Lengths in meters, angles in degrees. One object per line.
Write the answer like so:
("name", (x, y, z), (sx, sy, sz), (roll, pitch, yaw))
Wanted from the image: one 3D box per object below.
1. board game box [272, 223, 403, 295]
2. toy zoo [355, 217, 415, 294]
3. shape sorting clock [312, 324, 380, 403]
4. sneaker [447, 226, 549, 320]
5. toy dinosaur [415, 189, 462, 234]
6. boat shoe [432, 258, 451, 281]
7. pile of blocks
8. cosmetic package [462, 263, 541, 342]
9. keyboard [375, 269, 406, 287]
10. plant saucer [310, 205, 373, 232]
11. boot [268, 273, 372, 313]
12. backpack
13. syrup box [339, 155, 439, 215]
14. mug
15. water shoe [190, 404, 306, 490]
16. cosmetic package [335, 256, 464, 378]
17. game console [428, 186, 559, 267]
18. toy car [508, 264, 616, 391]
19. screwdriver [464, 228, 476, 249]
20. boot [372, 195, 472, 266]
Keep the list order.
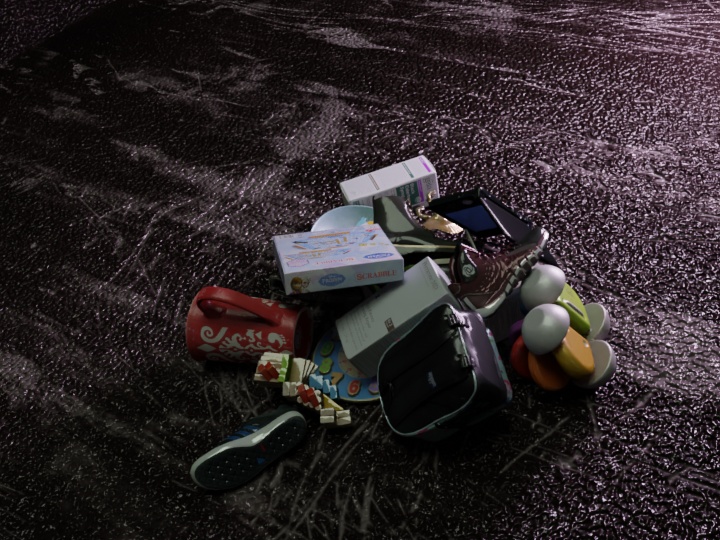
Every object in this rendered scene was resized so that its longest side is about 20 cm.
("board game box", (-0.044, -0.023, 1.433), (0.198, 0.042, 0.200), (-7, 21, -8))
("toy zoo", (0.048, -0.034, 1.621), (0.130, 0.021, 0.201), (-17, 53, -21))
("shape sorting clock", (0.012, 0.147, 1.458), (0.198, 0.039, 0.201), (-8, 40, 7))
("sneaker", (0.216, -0.024, 1.355), (0.115, 0.076, 0.200), (41, 70, -2))
("toy dinosaur", (0.154, -0.104, 1.653), (0.199, 0.058, 0.101), (-15, 53, -27))
("boat shoe", (0.220, 0.007, 1.551), (0.199, 0.074, 0.064), (-6, 77, -7))
("pile of blocks", (-0.092, 0.188, 1.375), (0.199, 0.062, 0.082), (29, 76, 19))
("cosmetic package", (0.227, 0.064, 1.445), (0.199, 0.104, 0.073), (-24, 38, -14))
("keyboard", (0.000, 0.000, 1.490), (0.103, 0.040, 0.200), (-10, 22, -29))
("plant saucer", (-0.004, -0.048, 1.670), (0.199, 0.039, 0.202), (2, 48, -2))
("boot", (-0.087, 0.032, 1.499), (0.173, 0.070, 0.200), (12, -1, -31))
("backpack", (0.124, 0.168, 1.294), (0.200, 0.150, 0.179), (-38, 51, 29))
("syrup box", (0.064, -0.166, 1.781), (0.198, 0.079, 0.082), (-18, 39, -6))
("mug", (-0.200, 0.106, 1.477), (0.198, 0.177, 0.135), (6, 85, 15))
("water shoe", (-0.181, 0.285, 1.343), (0.199, 0.072, 0.079), (-23, 18, -18))
("cosmetic package", (0.064, 0.078, 1.384), (0.199, 0.074, 0.102), (-37, 41, 12))
("game console", (0.246, -0.065, 1.542), (0.175, 0.199, 0.117), (-12, 67, 37))
("toy car", (0.309, 0.107, 1.354), (0.150, 0.175, 0.201), (-37, 29, 34))
("screwdriver", (0.210, -0.031, 1.474), (0.029, 0.028, 0.201), (-38, 27, 19))
("boot", (0.115, -0.082, 1.583), (0.198, 0.078, 0.139), (2, 66, -7))
